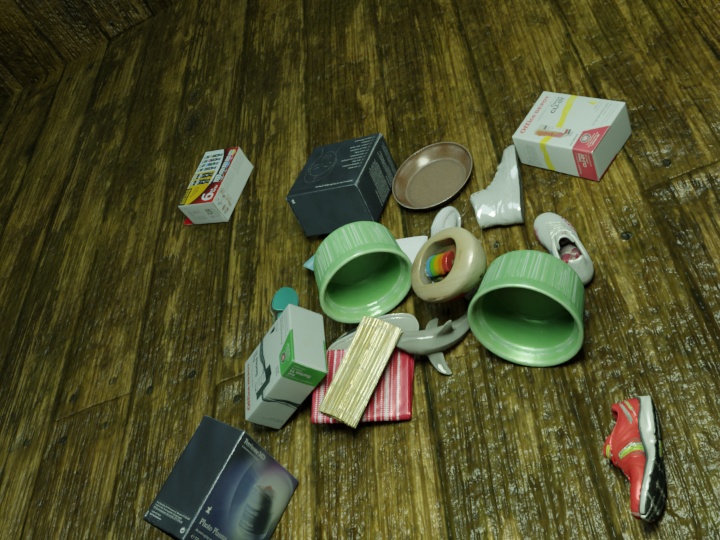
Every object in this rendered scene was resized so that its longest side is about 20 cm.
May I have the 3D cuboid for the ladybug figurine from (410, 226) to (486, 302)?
[{"bbox_3d":[0.162,-0.005,1.348,0.199,0.070,0.140,-10,64,61],"label":"ladybug figurine"}]

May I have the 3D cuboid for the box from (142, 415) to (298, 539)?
[{"bbox_3d":[-0.237,0.401,1.302,0.121,0.201,0.201,8,57,37],"label":"box"}]

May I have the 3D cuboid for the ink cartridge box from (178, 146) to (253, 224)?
[{"bbox_3d":[-0.417,-0.233,2.061,0.172,0.084,0.204,-3,52,31],"label":"ink cartridge box"}]

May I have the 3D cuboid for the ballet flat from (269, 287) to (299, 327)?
[{"bbox_3d":[-0.167,0.110,1.608,0.069,0.072,0.201,-28,27,9],"label":"ballet flat"}]

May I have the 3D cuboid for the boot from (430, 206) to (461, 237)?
[{"bbox_3d":[0.184,-0.049,1.492,0.095,0.072,0.205,-24,43,57],"label":"boot"}]

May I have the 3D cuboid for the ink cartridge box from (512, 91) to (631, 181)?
[{"bbox_3d":[0.437,-0.284,1.542,0.198,0.084,0.146,22,67,43],"label":"ink cartridge box"}]

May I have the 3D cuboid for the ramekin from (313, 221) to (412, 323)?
[{"bbox_3d":[0.000,0.000,1.477,0.197,0.201,0.099,-30,49,6],"label":"ramekin"}]

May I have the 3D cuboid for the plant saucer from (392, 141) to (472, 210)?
[{"bbox_3d":[0.168,-0.208,1.690,0.196,0.037,0.204,-19,45,19],"label":"plant saucer"}]

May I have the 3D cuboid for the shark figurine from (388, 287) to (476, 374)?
[{"bbox_3d":[0.168,0.096,1.376,0.213,0.090,0.128,-36,65,-19],"label":"shark figurine"}]

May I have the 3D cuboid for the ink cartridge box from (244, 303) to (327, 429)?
[{"bbox_3d":[-0.150,0.191,1.450,0.201,0.081,0.149,-52,32,33],"label":"ink cartridge box"}]

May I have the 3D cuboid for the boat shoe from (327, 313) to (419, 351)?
[{"bbox_3d":[0.026,0.133,1.462,0.197,0.075,0.060,-28,6,14],"label":"boat shoe"}]

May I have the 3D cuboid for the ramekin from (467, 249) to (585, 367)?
[{"bbox_3d":[0.288,0.061,1.262,0.195,0.202,0.099,-2,43,31],"label":"ramekin"}]

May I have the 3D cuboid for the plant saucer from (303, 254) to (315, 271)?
[{"bbox_3d":[-0.042,-0.063,1.691,0.199,0.019,0.069,-43,31,-19],"label":"plant saucer"}]

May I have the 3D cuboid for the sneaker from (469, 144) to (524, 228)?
[{"bbox_3d":[0.283,-0.177,1.560,0.113,0.074,0.204,-10,50,22],"label":"sneaker"}]

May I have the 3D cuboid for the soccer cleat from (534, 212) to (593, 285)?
[{"bbox_3d":[0.377,-0.059,1.383,0.069,0.087,0.202,-28,43,7],"label":"soccer cleat"}]

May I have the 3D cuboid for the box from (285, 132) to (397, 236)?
[{"bbox_3d":[-0.039,-0.200,1.732,0.195,0.126,0.199,-6,39,31],"label":"box"}]

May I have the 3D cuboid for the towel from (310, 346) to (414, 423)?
[{"bbox_3d":[0.005,0.215,1.396,0.194,0.023,0.148,-5,60,14],"label":"towel"}]

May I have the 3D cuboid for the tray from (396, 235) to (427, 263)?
[{"bbox_3d":[0.053,-0.016,1.608,0.195,0.022,0.109,-7,49,29],"label":"tray"}]

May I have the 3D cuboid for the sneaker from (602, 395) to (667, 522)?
[{"bbox_3d":[0.401,0.279,1.092,0.083,0.078,0.203,-14,36,29],"label":"sneaker"}]

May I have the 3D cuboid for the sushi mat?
[{"bbox_3d":[-0.001,0.184,1.371,0.094,0.012,0.204,16,73,40],"label":"sushi mat"}]
